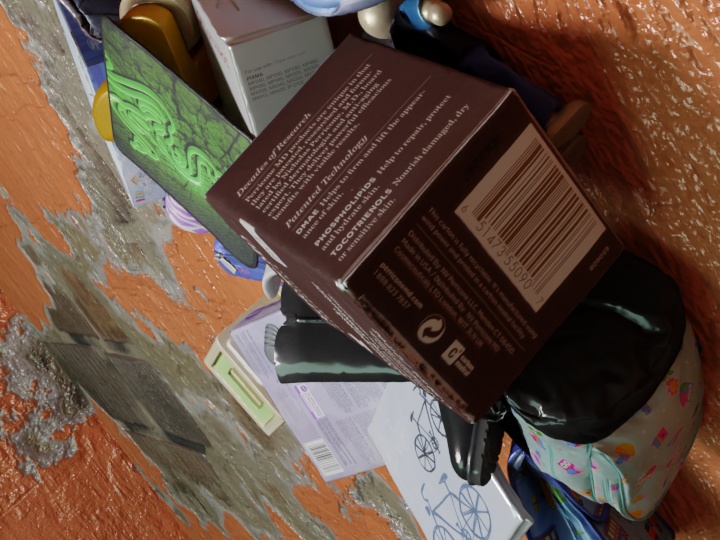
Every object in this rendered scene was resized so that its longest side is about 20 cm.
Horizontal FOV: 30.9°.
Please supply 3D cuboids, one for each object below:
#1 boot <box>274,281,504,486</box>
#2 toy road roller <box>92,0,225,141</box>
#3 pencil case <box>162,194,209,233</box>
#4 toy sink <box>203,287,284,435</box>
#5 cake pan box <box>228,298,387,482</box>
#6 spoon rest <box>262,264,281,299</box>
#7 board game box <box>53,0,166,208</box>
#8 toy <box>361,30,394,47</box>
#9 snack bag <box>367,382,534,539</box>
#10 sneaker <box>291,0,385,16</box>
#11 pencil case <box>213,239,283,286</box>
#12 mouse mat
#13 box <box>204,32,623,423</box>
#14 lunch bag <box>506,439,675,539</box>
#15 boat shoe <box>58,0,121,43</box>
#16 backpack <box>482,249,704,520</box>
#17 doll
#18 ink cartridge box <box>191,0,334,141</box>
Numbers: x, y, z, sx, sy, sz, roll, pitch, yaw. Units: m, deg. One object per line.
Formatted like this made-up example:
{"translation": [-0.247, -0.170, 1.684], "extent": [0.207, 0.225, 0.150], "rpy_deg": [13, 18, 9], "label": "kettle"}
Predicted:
{"translation": [0.021, 0.085, 1.066], "extent": [0.199, 0.165, 0.066], "rpy_deg": [5, 156, 17], "label": "boot"}
{"translation": [-0.176, -0.182, 1.164], "extent": [0.145, 0.123, 0.201], "rpy_deg": [3, 132, 25], "label": "toy road roller"}
{"translation": [-0.166, -0.112, 1.395], "extent": [0.084, 0.086, 0.200], "rpy_deg": [12, 157, -7], "label": "pencil case"}
{"translation": [-0.101, 0.106, 1.567], "extent": [0.130, 0.112, 0.200], "rpy_deg": [48, 158, 2], "label": "toy sink"}
{"translation": [-0.011, 0.107, 1.277], "extent": [0.184, 0.052, 0.200], "rpy_deg": [-25, 101, 45], "label": "cake pan box"}
{"translation": [0.000, 0.000, 1.153], "extent": [0.199, 0.100, 0.061], "rpy_deg": [-1, 157, 22], "label": "spoon rest"}
{"translation": [-0.275, -0.204, 1.399], "extent": [0.199, 0.043, 0.200], "rpy_deg": [82, 164, -49], "label": "board game box"}
{"translation": [0.017, -0.119, 1.067], "extent": [0.115, 0.047, 0.200], "rpy_deg": [46, 158, 7], "label": "toy"}
{"translation": [0.071, 0.174, 1.148], "extent": [0.200, 0.021, 0.189], "rpy_deg": [59, 153, 26], "label": "snack bag"}
{"translation": [-0.037, -0.241, 0.942], "extent": [0.200, 0.074, 0.082], "rpy_deg": [27, 147, 43], "label": "sneaker"}
{"translation": [-0.082, -0.018, 1.369], "extent": [0.200, 0.087, 0.078], "rpy_deg": [17, 131, 52], "label": "pencil case"}
{"translation": [-0.150, -0.104, 1.084], "extent": [0.200, 0.008, 0.161], "rpy_deg": [42, 150, 24], "label": "mouse mat"}
{"translation": [0.034, -0.034, 0.894], "extent": [0.166, 0.164, 0.200], "rpy_deg": [46, 171, -36], "label": "box"}
{"translation": [0.181, 0.198, 1.131], "extent": [0.094, 0.151, 0.200], "rpy_deg": [-28, 96, 23], "label": "lunch bag"}
{"translation": [-0.206, -0.232, 1.250], "extent": [0.200, 0.093, 0.075], "rpy_deg": [45, 158, 12], "label": "boat shoe"}
{"translation": [0.181, 0.099, 0.969], "extent": [0.126, 0.167, 0.200], "rpy_deg": [37, 163, 30], "label": "backpack"}
{"translation": [0.071, -0.139, 0.929], "extent": [0.200, 0.048, 0.137], "rpy_deg": [40, 161, 23], "label": "doll"}
{"translation": [-0.063, -0.132, 1.062], "extent": [0.146, 0.083, 0.201], "rpy_deg": [-122, 15, -55], "label": "ink cartridge box"}
